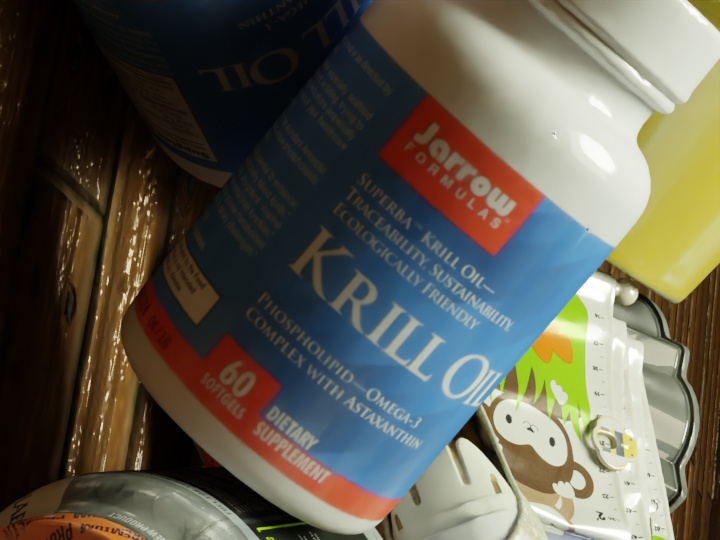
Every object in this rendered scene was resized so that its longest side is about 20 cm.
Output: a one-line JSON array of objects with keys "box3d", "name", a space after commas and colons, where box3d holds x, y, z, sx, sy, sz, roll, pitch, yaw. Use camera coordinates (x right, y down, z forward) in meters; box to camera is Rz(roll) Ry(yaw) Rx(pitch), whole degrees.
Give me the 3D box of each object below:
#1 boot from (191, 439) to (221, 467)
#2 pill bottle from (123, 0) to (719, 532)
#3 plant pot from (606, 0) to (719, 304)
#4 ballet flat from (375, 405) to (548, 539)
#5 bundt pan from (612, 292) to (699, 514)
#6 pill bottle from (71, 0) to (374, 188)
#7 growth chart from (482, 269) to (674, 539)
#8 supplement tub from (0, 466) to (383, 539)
[{"box3d": [-0.024, 0.089, 0.795, 0.107, 0.074, 0.202, -137, -142, -61], "name": "boot"}, {"box3d": [0.023, -0.023, 0.648, 0.200, 0.112, 0.112, -51, 166, 9], "name": "pill bottle"}, {"box3d": [0.158, -0.095, 0.993, 0.190, 0.200, 0.201, -58, 163, 4], "name": "plant pot"}, {"box3d": [0.026, 0.078, 0.778, 0.201, 0.067, 0.063, -112, 178, -54], "name": "ballet flat"}, {"box3d": [0.069, 0.082, 1.012, 0.076, 0.201, 0.204, 30, 61, -42], "name": "bundt pan"}, {"box3d": [-0.040, -0.098, 0.717, 0.200, 0.111, 0.113, 62, 34, -60], "name": "pill bottle"}, {"box3d": [0.091, 0.070, 0.899, 0.144, 0.018, 0.202, 10, 56, -34], "name": "growth chart"}, {"box3d": [-0.063, 0.127, 0.660, 0.200, 0.121, 0.124, 19, 75, -73], "name": "supplement tub"}]
